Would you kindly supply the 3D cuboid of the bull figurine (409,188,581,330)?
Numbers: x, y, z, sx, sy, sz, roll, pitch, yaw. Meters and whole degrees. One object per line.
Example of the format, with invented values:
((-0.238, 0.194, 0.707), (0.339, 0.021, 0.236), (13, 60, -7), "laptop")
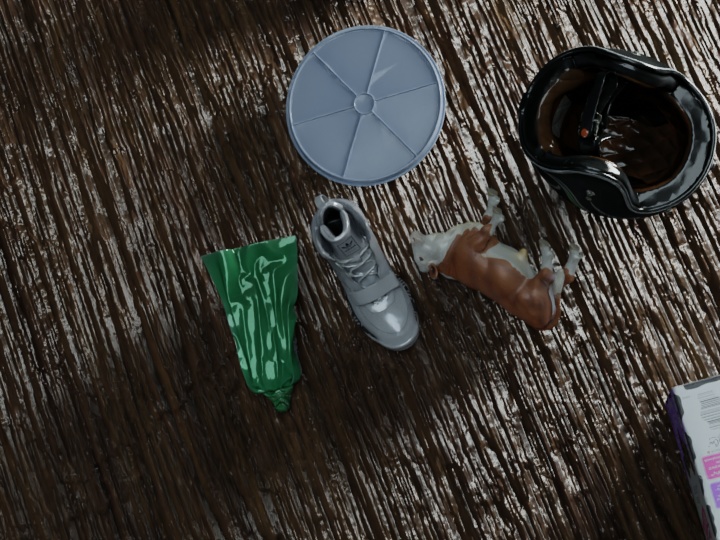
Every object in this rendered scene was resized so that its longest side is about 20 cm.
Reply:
((0.156, -0.013, 1.572), (0.198, 0.065, 0.122), (32, 119, 7), "bull figurine")

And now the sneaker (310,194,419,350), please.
((0.000, 0.000, 1.580), (0.074, 0.115, 0.202), (-30, 76, 4), "sneaker")

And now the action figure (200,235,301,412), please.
((-0.113, 0.070, 1.620), (0.116, 0.055, 0.203), (-12, 85, 6), "action figure")

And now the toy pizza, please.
((0.007, -0.200, 1.658), (0.197, 0.032, 0.204), (-2, 80, 9), "toy pizza")

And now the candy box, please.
((0.388, 0.220, 1.444), (0.070, 0.168, 0.203), (-16, 77, 7), "candy box")

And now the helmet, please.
((0.291, -0.150, 1.517), (0.199, 0.189, 0.203), (-23, 58, 43), "helmet")
